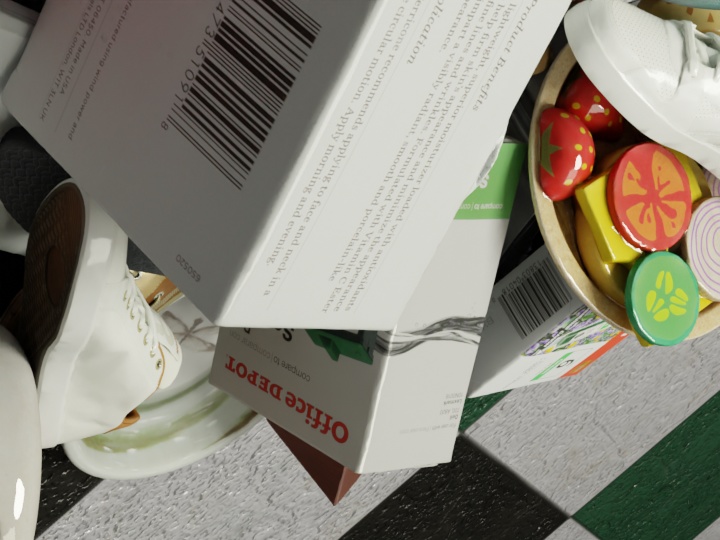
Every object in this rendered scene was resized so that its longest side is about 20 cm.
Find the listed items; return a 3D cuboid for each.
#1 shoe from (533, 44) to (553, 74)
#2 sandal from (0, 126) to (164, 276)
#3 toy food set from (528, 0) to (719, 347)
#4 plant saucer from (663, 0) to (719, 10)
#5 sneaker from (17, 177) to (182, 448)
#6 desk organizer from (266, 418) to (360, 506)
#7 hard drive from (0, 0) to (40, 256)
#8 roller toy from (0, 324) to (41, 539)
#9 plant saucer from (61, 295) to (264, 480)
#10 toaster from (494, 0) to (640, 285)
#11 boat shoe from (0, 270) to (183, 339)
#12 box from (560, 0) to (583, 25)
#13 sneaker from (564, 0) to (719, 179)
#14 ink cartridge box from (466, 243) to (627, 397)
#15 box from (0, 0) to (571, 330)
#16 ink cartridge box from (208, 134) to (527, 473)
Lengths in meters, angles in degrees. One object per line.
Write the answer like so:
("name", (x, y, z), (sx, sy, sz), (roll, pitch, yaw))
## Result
("shoe", (0.055, -0.130, 0.950), (0.200, 0.069, 0.054), (-22, 109, -63))
("sandal", (-0.103, -0.031, 0.926), (0.199, 0.043, 0.076), (20, 141, -23))
("toy food set", (0.180, -0.055, 1.007), (0.199, 0.199, 0.048), (-32, -168, -33))
("plant saucer", (0.241, -0.182, 0.942), (0.199, 0.039, 0.201), (-24, -170, 4))
("sneaker", (-0.132, 0.019, 0.912), (0.084, 0.073, 0.201), (-5, 146, -22))
("desk organizer", (0.016, 0.058, 1.188), (0.200, 0.071, 0.077), (-48, 163, -34))
("hard drive", (-0.198, -0.077, 0.887), (0.132, 0.026, 0.199), (-48, 150, 15))
("roller toy", (-0.256, 0.111, 0.906), (0.139, 0.184, 0.200), (7, 155, -28))
("plant saucer", (-0.114, 0.052, 1.129), (0.199, 0.050, 0.201), (-27, 148, -19))
("toaster", (0.138, -0.067, 1.136), (0.199, 0.119, 0.181), (-22, 160, -26))
("boat shoe", (-0.138, 0.000, 0.985), (0.200, 0.076, 0.074), (-49, 176, 16))
("box", (0.066, -0.159, 1.045), (0.199, 0.042, 0.039), (-20, 146, -30))
("sneaker", (0.210, -0.110, 0.925), (0.199, 0.074, 0.115), (27, 135, -33))
("ink cartridge box", (0.147, 0.024, 1.118), (0.109, 0.051, 0.199), (-41, 159, 32))
("box", (-0.038, -0.108, 0.818), (0.130, 0.200, 0.200), (4, 121, -49))
("ink cartridge box", (0.000, 0.000, 1.018), (0.084, 0.145, 0.202), (-2, 110, -45))
